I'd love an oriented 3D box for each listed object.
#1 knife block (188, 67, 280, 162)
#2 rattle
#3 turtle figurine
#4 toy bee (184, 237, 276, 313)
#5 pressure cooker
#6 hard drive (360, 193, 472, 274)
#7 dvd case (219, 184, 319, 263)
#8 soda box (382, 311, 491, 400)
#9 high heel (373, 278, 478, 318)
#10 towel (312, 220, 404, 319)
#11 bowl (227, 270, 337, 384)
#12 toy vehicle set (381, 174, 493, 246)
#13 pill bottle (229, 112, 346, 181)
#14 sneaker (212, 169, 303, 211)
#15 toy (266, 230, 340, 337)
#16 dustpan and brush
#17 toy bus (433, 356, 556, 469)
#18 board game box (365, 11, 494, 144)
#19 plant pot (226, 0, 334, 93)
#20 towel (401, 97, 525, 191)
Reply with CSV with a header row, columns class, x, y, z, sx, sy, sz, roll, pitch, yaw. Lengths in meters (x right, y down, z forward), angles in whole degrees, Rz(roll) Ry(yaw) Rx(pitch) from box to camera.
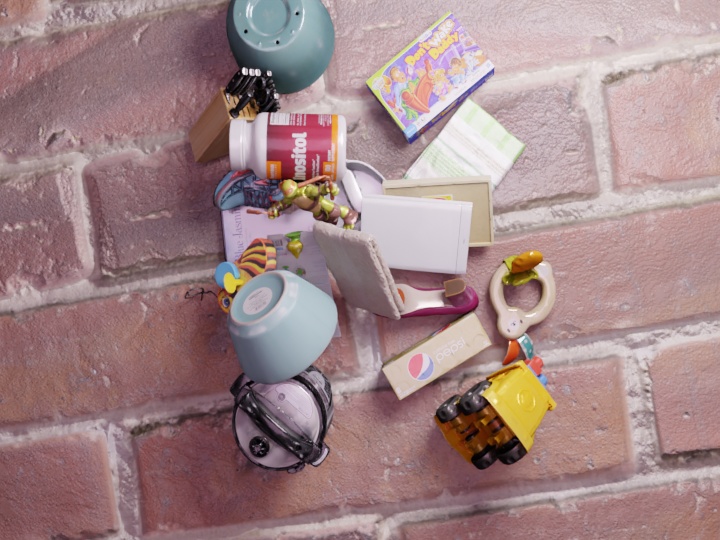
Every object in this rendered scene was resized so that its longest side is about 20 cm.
class,x,y,z,sx,sy,sz,roll,pitch,yaw
knife block,-0.234,-0.280,1.351,0.196,0.176,0.065,-20,74,4
rattle,0.295,0.075,1.357,0.128,0.143,0.204,14,86,-16
turtle figurine,-0.092,-0.117,1.332,0.198,0.160,0.066,-20,55,36
toy bee,-0.218,0.036,1.397,0.200,0.130,0.110,-43,73,42
pressure cooker,-0.136,0.260,1.352,0.172,0.200,0.183,-3,91,5
hard drive,0.098,-0.065,1.374,0.195,0.027,0.135,5,115,7
dvd case,-0.165,-0.084,1.435,0.195,0.018,0.146,-6,92,4
soda box,0.139,0.154,1.402,0.198,0.064,0.069,-31,90,4
high heel,0.119,0.067,1.414,0.196,0.096,0.069,-9,60,24
towel,0.000,0.000,1.336,0.131,0.202,0.035,15,53,36
bowl,-0.147,0.079,1.295,0.199,0.202,0.106,-31,128,4
toy vehicle set,0.141,-0.103,1.380,0.195,0.027,0.127,-2,113,10
pill bottle,-0.124,-0.213,1.316,0.195,0.113,0.116,1,92,-3
sneaker,-0.171,-0.149,1.380,0.197,0.080,0.097,-25,68,-5
toy,-0.097,0.023,1.409,0.113,0.047,0.204,-3,110,28
dustpan and brush,-0.025,-0.172,1.403,0.137,0.057,0.203,-24,90,4
toy bus,0.251,0.238,1.363,0.136,0.200,0.192,49,58,0
board game box,0.126,-0.350,1.388,0.199,0.045,0.135,-39,81,3
plant pot,-0.149,-0.432,1.353,0.196,0.161,0.205,0,92,3
towel,0.191,-0.196,1.410,0.149,0.031,0.201,40,91,-1
